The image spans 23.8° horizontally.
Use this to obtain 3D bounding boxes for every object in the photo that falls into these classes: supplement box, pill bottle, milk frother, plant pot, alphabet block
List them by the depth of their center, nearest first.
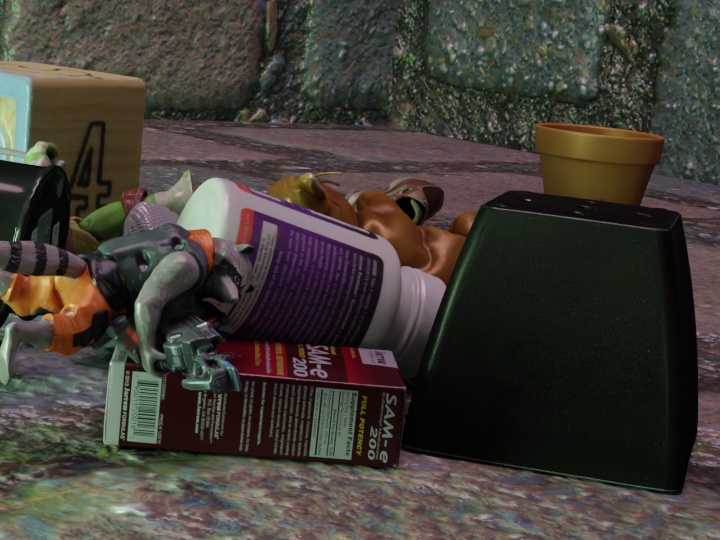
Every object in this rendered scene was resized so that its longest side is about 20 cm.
[{"bbox_3d":[-0.073,0.087,1.183,0.199,0.061,0.109,5,10,-5],"label":"supplement box"},{"bbox_3d":[-0.331,-0.006,1.223,0.187,0.181,0.200,10,3,6],"label":"milk frother"},{"bbox_3d":[0.155,0.039,1.257,0.199,0.178,0.200,8,9,13],"label":"plant pot"},{"bbox_3d":[-0.039,0.013,1.273,0.199,0.112,0.111,20,3,-22],"label":"pill bottle"},{"bbox_3d":[-0.379,-0.129,1.904,0.195,0.197,0.200,13,11,28],"label":"alphabet block"},{"bbox_3d":[0.364,-0.150,2.657,0.199,0.141,0.200,6,9,-1],"label":"plant pot"}]

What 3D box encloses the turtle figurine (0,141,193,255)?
[{"bbox_3d":[-0.240,-0.043,1.480,0.193,0.144,0.200,-5,3,-7],"label":"turtle figurine"}]

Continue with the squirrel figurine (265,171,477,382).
[{"bbox_3d":[0.000,0.000,1.415,0.186,0.142,0.200,35,27,-24],"label":"squirrel figurine"}]

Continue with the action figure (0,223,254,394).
[{"bbox_3d":[-0.149,0.017,1.094,0.193,0.105,0.200,-12,18,-30],"label":"action figure"}]

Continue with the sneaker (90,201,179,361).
[{"bbox_3d":[-0.161,0.048,1.337,0.075,0.114,0.200,20,34,-40],"label":"sneaker"}]

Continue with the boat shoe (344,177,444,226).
[{"bbox_3d":[0.054,-0.075,2.245,0.072,0.076,0.200,17,23,34],"label":"boat shoe"}]
